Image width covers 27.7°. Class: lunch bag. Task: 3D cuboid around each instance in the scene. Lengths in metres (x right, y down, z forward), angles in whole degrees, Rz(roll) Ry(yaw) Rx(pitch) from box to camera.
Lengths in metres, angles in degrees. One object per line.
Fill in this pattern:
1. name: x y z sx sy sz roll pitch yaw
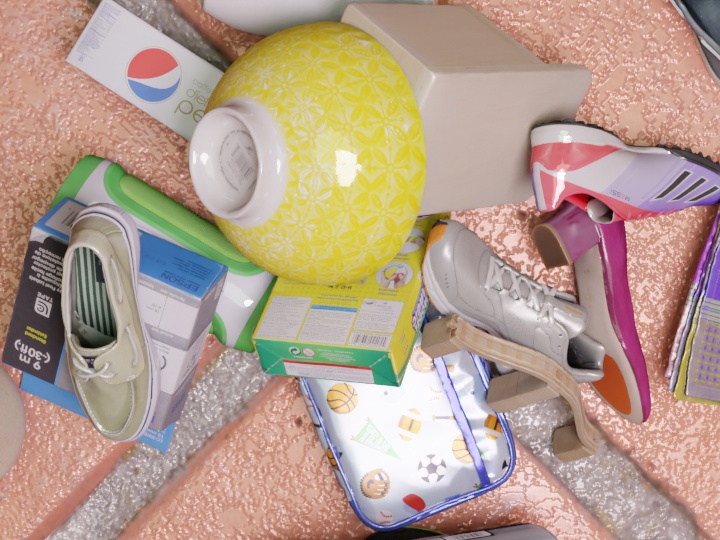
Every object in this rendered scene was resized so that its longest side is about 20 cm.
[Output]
1. lunch bag: 0.037 0.102 1.209 0.160 0.076 0.200 -21 93 -1

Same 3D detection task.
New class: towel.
1. towel: 0.338 0.024 1.207 0.143 0.023 0.201 16 93 -19

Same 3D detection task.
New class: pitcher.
1. pitcher: -0.030 -0.226 1.187 0.199 0.121 0.172 -1 107 -11

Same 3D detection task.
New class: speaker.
1. speaker: -0.156 -0.013 1.200 0.200 0.088 0.089 31 92 -1

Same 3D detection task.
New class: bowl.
1. bowl: -0.060 -0.081 1.066 0.200 0.108 0.201 9 103 43

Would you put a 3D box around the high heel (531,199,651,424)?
1. high heel: 0.218 0.025 1.218 0.096 0.067 0.200 -33 109 -31

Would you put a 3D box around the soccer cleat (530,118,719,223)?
1. soccer cleat: 0.218 -0.067 1.174 0.200 0.068 0.073 11 81 -31

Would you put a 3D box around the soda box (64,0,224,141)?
1. soda box: -0.139 -0.143 1.205 0.200 0.068 0.064 34 93 0

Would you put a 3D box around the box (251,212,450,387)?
1. box: 0.000 0.000 1.162 0.117 0.048 0.200 5 48 19

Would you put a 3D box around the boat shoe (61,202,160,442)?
1. boat shoe: -0.195 0.049 1.083 0.072 0.062 0.201 4 119 13

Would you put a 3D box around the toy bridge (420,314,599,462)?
1. toy bridge: 0.132 0.092 1.164 0.067 0.027 0.200 -20 134 38

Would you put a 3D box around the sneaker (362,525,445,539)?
1. sneaker: -0.013 0.259 1.203 0.199 0.084 0.077 -8 91 -9

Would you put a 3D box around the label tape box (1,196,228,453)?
1. label tape box: -0.204 0.061 1.166 0.144 0.063 0.200 23 120 4

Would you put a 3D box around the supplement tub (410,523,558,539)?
1. supplement tub: 0.063 0.269 1.137 0.199 0.122 0.123 -4 92 -27

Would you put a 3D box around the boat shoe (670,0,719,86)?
1. boat shoe: 0.283 -0.241 1.201 0.073 0.062 0.200 -28 91 1

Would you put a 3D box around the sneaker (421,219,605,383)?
1. sneaker: 0.128 0.024 1.157 0.200 0.092 0.076 46 52 -36

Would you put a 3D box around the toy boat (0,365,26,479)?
1. toy boat: -0.377 0.112 1.203 0.200 0.131 0.131 49 122 0

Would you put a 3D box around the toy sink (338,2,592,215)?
1. toy sink: 0.064 -0.131 1.151 0.112 0.200 0.131 45 126 31
